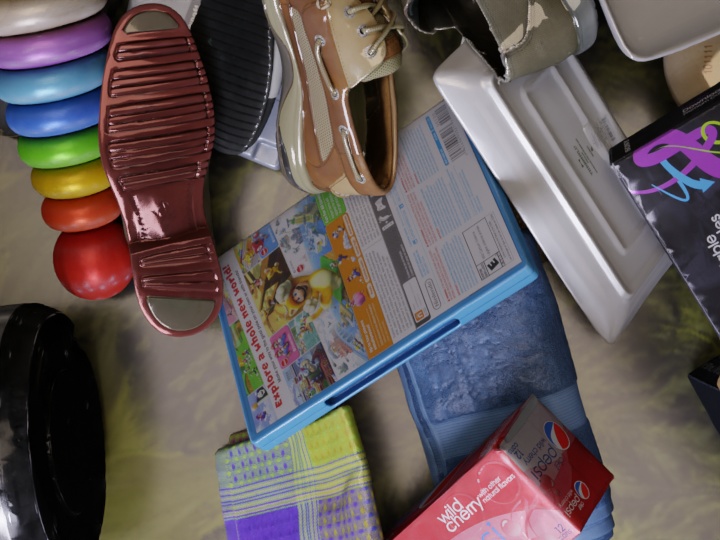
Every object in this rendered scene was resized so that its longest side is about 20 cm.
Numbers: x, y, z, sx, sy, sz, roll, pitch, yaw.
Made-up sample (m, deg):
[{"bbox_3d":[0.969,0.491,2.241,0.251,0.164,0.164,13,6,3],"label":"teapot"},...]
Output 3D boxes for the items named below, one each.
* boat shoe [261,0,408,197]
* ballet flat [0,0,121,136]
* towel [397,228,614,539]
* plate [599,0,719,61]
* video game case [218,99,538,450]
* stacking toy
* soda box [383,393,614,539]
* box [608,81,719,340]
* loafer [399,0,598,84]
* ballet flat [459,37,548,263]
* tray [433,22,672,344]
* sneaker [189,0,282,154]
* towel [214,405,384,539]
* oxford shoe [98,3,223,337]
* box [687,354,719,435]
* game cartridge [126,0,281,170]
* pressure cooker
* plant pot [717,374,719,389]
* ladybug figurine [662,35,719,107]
[{"bbox_3d":[-0.006,-0.134,0.816,0.073,0.076,0.202,17,128,29],"label":"boat shoe"},{"bbox_3d":[-0.186,-0.176,0.922,0.066,0.057,0.201,29,98,-9],"label":"ballet flat"},{"bbox_3d":[0.082,0.080,0.866,0.110,0.048,0.203,-14,97,28],"label":"towel"},{"bbox_3d":[0.184,-0.227,0.805,0.198,0.032,0.202,-20,81,-23],"label":"plate"},{"bbox_3d":[0.000,0.000,0.853,0.199,0.018,0.144,-33,50,17],"label":"video game case"},{"bbox_3d":[-0.179,-0.077,0.881,0.084,0.086,0.203,-9,110,4],"label":"stacking toy"},{"bbox_3d":[0.057,0.165,0.838,0.070,0.063,0.200,44,126,5],"label":"soda box"},{"bbox_3d":[0.265,-0.060,0.823,0.199,0.036,0.144,-31,107,17],"label":"box"},{"bbox_3d":[0.044,-0.179,0.798,0.070,0.075,0.200,-41,65,-13],"label":"loafer"},{"bbox_3d":[0.093,-0.104,0.889,0.064,0.070,0.203,-2,81,12],"label":"ballet flat"},{"bbox_3d":[0.130,-0.066,0.846,0.107,0.022,0.201,-47,110,-33],"label":"tray"},{"bbox_3d":[-0.051,-0.168,0.861,0.074,0.088,0.202,27,117,29],"label":"sneaker"},{"bbox_3d":[-0.033,0.191,0.859,0.143,0.023,0.203,-19,75,47],"label":"towel"},{"bbox_3d":[-0.126,-0.064,0.874,0.069,0.075,0.203,-4,106,-10],"label":"oxford shoe"},{"bbox_3d":[0.311,0.068,0.799,0.195,0.200,0.125,-29,88,3],"label":"box"},{"bbox_3d":[-0.077,-0.182,0.914,0.132,0.042,0.202,22,91,8],"label":"game cartridge"},{"bbox_3d":[-0.268,0.116,0.859,0.197,0.179,0.178,-5,58,5],"label":"pressure cooker"},{"bbox_3d":[0.267,0.073,0.626,0.199,0.186,0.187,37,92,17],"label":"plant pot"},{"bbox_3d":[0.283,-0.130,0.867,0.197,0.072,0.138,1,90,5],"label":"ladybug figurine"}]
